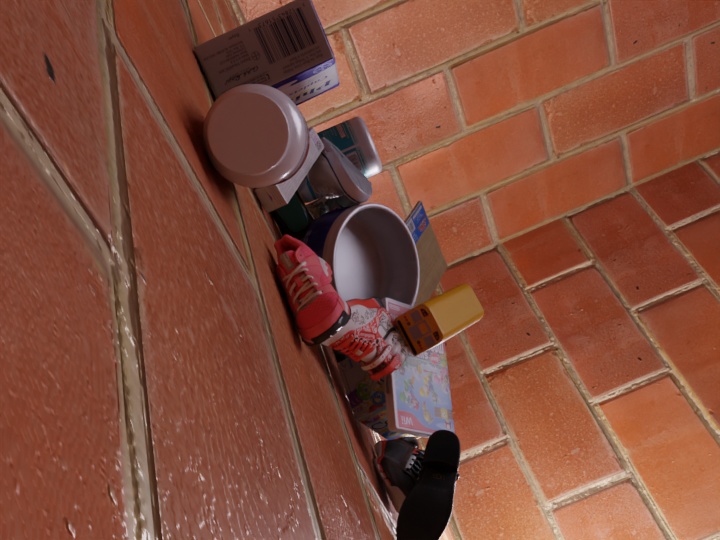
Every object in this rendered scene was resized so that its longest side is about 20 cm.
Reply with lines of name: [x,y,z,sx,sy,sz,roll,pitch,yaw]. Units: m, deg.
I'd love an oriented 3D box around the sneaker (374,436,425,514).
sneaker: [0.071,0.305,1.428,0.200,0.082,0.077,-104,171,-74]

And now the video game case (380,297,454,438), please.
video game case: [0.085,0.150,1.384,0.143,0.017,0.201,20,58,-45]

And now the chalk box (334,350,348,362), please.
chalk box: [0.007,0.091,1.600,0.124,0.124,0.200,65,4,-55]

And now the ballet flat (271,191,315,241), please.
ballet flat: [-0.093,-0.059,1.454,0.068,0.068,0.201,-149,-144,-78]

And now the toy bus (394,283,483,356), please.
toy bus: [0.124,0.069,1.381,0.065,0.078,0.200,61,30,5]

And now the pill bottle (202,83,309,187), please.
pill bottle: [-0.115,-0.149,1.023,0.200,0.112,0.113,-96,163,-84]

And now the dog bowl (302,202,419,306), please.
dog bowl: [0.000,0.000,1.413,0.200,0.079,0.201,6,82,-46]

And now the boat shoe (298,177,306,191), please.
boat shoe: [-0.144,-0.184,1.493,0.200,0.071,0.070,48,21,-66]

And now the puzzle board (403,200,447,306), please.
puzzle board: [0.093,-0.011,1.644,0.200,0.017,0.151,-56,130,-46]

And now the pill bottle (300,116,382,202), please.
pill bottle: [-0.070,-0.192,1.655,0.111,0.199,0.111,-22,90,-89]

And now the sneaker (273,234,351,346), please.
sneaker: [-0.074,0.021,1.145,0.087,0.074,0.200,51,6,-30]

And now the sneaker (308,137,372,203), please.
sneaker: [-0.039,-0.143,1.458,0.073,0.071,0.200,34,12,-29]

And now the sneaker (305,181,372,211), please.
sneaker: [-0.047,-0.071,1.600,0.083,0.200,0.121,3,68,-42]

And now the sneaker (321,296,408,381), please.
sneaker: [0.003,0.098,1.247,0.108,0.067,0.201,60,22,9]

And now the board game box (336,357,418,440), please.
board game box: [0.056,0.202,1.494,0.200,0.103,0.105,47,20,-59]

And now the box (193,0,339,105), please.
box: [-0.133,-0.308,1.386,0.200,0.183,0.105,-38,104,-88]

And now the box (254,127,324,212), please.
box: [-0.105,-0.156,1.393,0.042,0.039,0.200,57,29,-22]

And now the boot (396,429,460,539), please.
boot: [0.111,0.341,1.351,0.174,0.069,0.200,80,30,-60]

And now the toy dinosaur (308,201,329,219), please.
toy dinosaur: [-0.065,-0.034,1.512,0.048,0.088,0.200,88,-21,-62]
